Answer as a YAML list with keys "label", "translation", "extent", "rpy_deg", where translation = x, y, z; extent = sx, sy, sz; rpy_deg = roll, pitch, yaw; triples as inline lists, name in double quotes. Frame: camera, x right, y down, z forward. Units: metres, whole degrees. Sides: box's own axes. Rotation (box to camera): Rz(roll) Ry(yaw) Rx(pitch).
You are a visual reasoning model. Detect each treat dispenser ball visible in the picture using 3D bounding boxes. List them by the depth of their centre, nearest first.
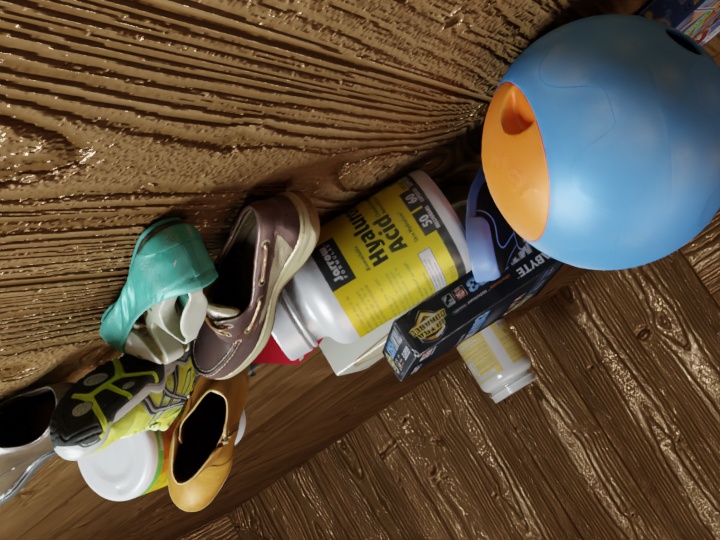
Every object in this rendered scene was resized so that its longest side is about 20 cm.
- label: "treat dispenser ball"
  translation: [0.198, -0.101, 0.704]
  extent: [0.200, 0.201, 0.201]
  rpy_deg: [-30, 167, -8]

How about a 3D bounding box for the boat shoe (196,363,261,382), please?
- label: "boat shoe"
  translation: [-0.138, 0.101, 1.010]
  extent: [0.199, 0.057, 0.069]
  rpy_deg: [-26, 166, -25]

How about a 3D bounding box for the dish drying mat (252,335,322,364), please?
- label: "dish drying mat"
  translation: [-0.120, 0.075, 0.932]
  extent: [0.200, 0.018, 0.077]
  rpy_deg: [7, 136, -48]

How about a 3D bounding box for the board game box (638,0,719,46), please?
- label: "board game box"
  translation: [0.302, -0.231, 0.827]
  extent: [0.135, 0.035, 0.200]
  rpy_deg: [-20, 163, -44]

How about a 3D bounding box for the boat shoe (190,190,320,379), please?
- label: "boat shoe"
  translation: [-0.106, 0.018, 0.719]
  extent: [0.072, 0.072, 0.200]
  rpy_deg: [-11, 145, -48]

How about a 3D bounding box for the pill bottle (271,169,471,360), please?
- label: "pill bottle"
  translation: [0.000, 0.000, 0.831]
  extent: [0.199, 0.112, 0.111]
  rpy_deg: [-32, 167, -1]

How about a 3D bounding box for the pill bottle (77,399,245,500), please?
- label: "pill bottle"
  translation: [-0.224, 0.191, 1.027]
  extent: [0.111, 0.111, 0.200]
  rpy_deg: [-37, 166, 23]

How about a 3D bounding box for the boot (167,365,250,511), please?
- label: "boot"
  translation: [-0.163, 0.180, 0.863]
  extent: [0.144, 0.070, 0.202]
  rpy_deg: [-73, -177, -75]

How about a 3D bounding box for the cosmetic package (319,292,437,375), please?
- label: "cosmetic package"
  translation: [0.048, 0.043, 1.068]
  extent: [0.200, 0.073, 0.103]
  rpy_deg: [-37, 166, 20]

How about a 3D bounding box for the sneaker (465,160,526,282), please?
- label: "sneaker"
  translation: [0.150, -0.066, 0.819]
  extent: [0.078, 0.070, 0.200]
  rpy_deg: [-3, -139, 22]

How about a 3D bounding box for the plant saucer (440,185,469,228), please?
- label: "plant saucer"
  translation: [0.058, -0.038, 1.010]
  extent: [0.200, 0.030, 0.200]
  rpy_deg: [-30, 166, -8]

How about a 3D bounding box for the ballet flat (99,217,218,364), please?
- label: "ballet flat"
  translation: [-0.160, 0.035, 0.689]
  extent: [0.067, 0.071, 0.200]
  rpy_deg: [-23, 165, -33]

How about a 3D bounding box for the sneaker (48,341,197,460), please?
- label: "sneaker"
  translation: [-0.185, 0.110, 0.741]
  extent: [0.075, 0.077, 0.200]
  rpy_deg: [-3, -162, 19]

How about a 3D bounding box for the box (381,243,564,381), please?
- label: "box"
  translation: [0.120, 0.038, 0.936]
  extent: [0.198, 0.050, 0.200]
  rpy_deg: [-33, 168, -10]

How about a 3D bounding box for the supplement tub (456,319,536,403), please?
- label: "supplement tub"
  translation: [0.342, 0.220, 2.228]
  extent: [0.145, 0.201, 0.145]
  rpy_deg: [-29, 167, -7]

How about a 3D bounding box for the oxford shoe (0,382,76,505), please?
- label: "oxford shoe"
  translation: [-0.329, 0.157, 0.796]
  extent: [0.200, 0.073, 0.084]
  rpy_deg: [-36, 150, 12]
